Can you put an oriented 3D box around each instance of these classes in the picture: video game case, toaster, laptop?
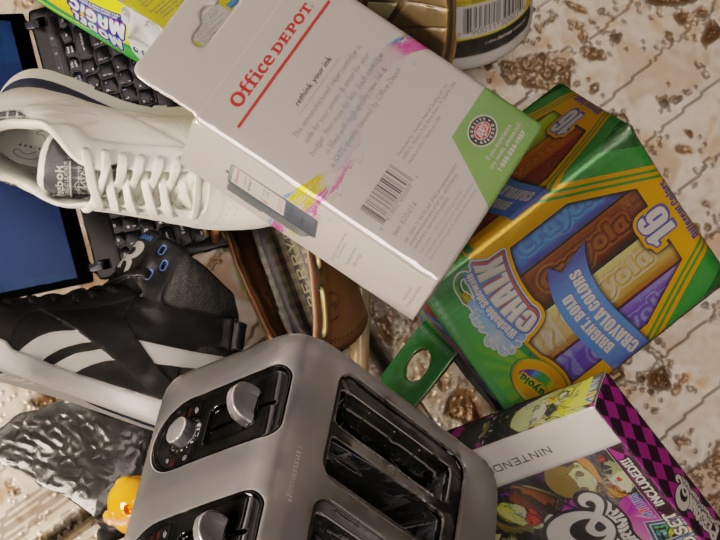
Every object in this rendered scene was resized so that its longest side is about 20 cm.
[{"bbox_3d":[0.126,0.164,1.215,0.181,0.036,0.200,-23,115,38],"label":"video game case"},{"bbox_3d":[-0.025,0.161,1.122,0.200,0.118,0.181,38,44,-27],"label":"toaster"},{"bbox_3d":[-0.161,-0.087,1.264,0.199,0.103,0.178,-15,89,-2],"label":"laptop"}]

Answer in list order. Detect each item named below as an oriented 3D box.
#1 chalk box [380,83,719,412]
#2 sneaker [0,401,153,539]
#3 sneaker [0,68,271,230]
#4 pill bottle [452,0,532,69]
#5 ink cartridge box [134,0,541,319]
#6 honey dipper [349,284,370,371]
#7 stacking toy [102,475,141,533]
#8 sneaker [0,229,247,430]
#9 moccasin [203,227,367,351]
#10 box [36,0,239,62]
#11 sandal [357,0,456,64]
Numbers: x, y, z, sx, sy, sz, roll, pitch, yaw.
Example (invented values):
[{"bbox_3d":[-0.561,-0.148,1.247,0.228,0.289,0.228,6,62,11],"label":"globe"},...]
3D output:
[{"bbox_3d":[0.091,0.005,1.240,0.200,0.125,0.124,-37,114,-3],"label":"chalk box"},{"bbox_3d":[-0.126,0.132,1.282,0.199,0.060,0.104,36,88,4],"label":"sneaker"},{"bbox_3d":[-0.127,-0.056,1.182,0.199,0.081,0.077,11,113,8],"label":"sneaker"},{"bbox_3d":[0.048,-0.229,1.220,0.114,0.115,0.201,-3,130,-2],"label":"pill bottle"},{"bbox_3d":[-0.018,-0.081,1.140,0.200,0.067,0.117,34,68,1],"label":"ink cartridge box"},{"bbox_3d":[0.000,0.000,1.299,0.038,0.038,0.201,2,90,-1],"label":"honey dipper"},{"bbox_3d":[-0.098,0.205,1.179,0.115,0.110,0.201,-16,105,17],"label":"stacking toy"},{"bbox_3d":[-0.162,0.020,1.218,0.199,0.073,0.112,22,77,-23],"label":"sneaker"},{"bbox_3d":[-0.063,-0.037,1.253,0.073,0.078,0.202,-14,96,28],"label":"moccasin"},{"bbox_3d":[-0.119,-0.180,1.249,0.200,0.048,0.117,34,53,18],"label":"box"},{"bbox_3d":[0.027,-0.127,1.206,0.080,0.200,0.054,24,60,18],"label":"sandal"}]
